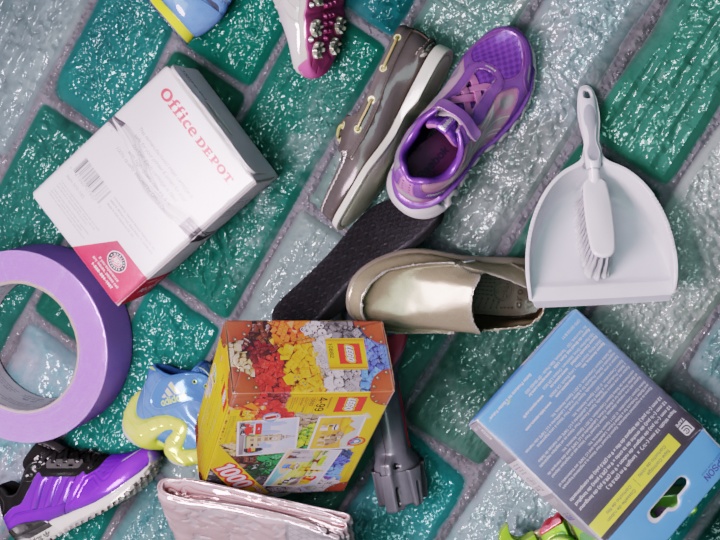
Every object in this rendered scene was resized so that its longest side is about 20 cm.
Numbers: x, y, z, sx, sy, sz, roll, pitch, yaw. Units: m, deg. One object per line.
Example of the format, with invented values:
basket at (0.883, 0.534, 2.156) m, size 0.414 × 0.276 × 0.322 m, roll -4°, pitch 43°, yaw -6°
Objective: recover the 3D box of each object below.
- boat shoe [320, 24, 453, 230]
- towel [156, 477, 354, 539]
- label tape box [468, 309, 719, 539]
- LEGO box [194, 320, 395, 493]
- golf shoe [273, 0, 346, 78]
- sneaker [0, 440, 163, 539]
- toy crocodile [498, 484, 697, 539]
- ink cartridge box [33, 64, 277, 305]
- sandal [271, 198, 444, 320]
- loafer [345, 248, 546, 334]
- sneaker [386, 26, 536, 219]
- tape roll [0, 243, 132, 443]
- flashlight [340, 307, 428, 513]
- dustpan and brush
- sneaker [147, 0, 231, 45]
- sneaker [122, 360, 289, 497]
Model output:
boat shoe at (0.014, -0.136, 1.259) m, size 0.060 × 0.072 × 0.202 m, roll 33°, pitch 97°, yaw 13°
towel at (-0.097, 0.275, 1.290) m, size 0.189 × 0.032 × 0.201 m, roll 11°, pitch 144°, yaw 11°
label tape box at (0.220, 0.158, 1.214) m, size 0.200 × 0.066 × 0.143 m, roll 44°, pitch 79°, yaw 5°
LEGO box at (-0.067, 0.130, 1.223) m, size 0.147 × 0.201 × 0.078 m, roll 1°, pitch 55°, yaw -16°
golf shoe at (-0.064, -0.286, 1.266) m, size 0.091 × 0.075 × 0.203 m, roll 1°, pitch 95°, yaw 30°
sneaker at (-0.306, 0.217, 1.386) m, size 0.199 × 0.070 × 0.100 m, roll -30°, pitch 87°, yaw 16°
toy crocodile at (0.227, 0.240, 1.248) m, size 0.198 × 0.067 × 0.062 m, roll -23°, pitch 89°, yaw 16°
ink cartridge box at (-0.203, -0.087, 1.313) m, size 0.200 × 0.083 × 0.146 m, roll -39°, pitch 86°, yaw 15°
sandal at (0.000, 0.000, 1.270) m, size 0.200 × 0.045 × 0.075 m, roll -41°, pitch 41°, yaw -6°
loafer at (0.086, 0.022, 1.220) m, size 0.198 × 0.068 × 0.077 m, roll -5°, pitch 107°, yaw -11°
sneaker at (0.094, -0.141, 1.214) m, size 0.080 × 0.088 × 0.201 m, roll 35°, pitch 89°, yaw 13°
tape roll at (-0.343, 0.076, 1.381) m, size 0.198 × 0.066 × 0.203 m, roll 2°, pitch 98°, yaw 14°
flashlight at (0.029, 0.129, 1.292) m, size 0.067 × 0.068 × 0.202 m, roll -14°, pitch 99°, yaw -17°
dustpan and brush at (0.215, -0.072, 1.212) m, size 0.138 × 0.057 × 0.202 m, roll -3°, pitch 65°, yaw 1°
sneaker at (-0.206, -0.320, 1.300) m, size 0.078 × 0.066 × 0.200 m, roll -41°, pitch 86°, yaw 4°
sneaker at (-0.148, 0.155, 1.333) m, size 0.198 × 0.076 × 0.106 m, roll 19°, pitch 101°, yaw 13°
